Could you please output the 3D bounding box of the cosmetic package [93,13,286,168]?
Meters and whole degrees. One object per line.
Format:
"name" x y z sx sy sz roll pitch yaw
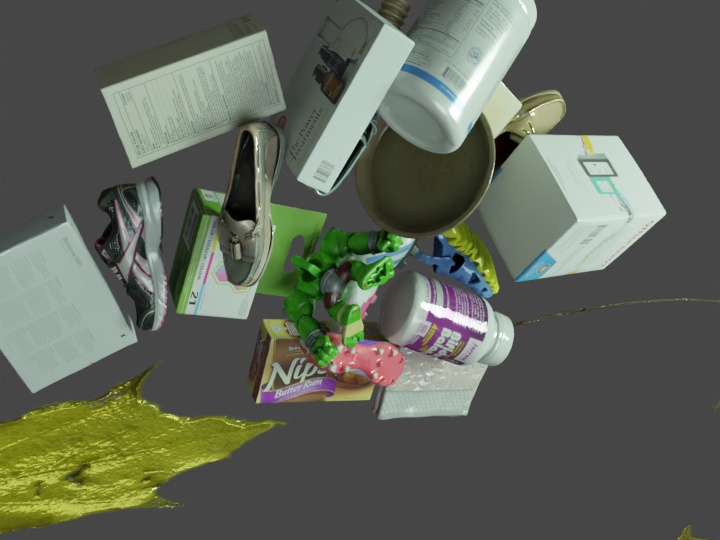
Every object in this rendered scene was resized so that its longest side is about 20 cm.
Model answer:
"cosmetic package" -0.196 -0.211 0.968 0.196 0.073 0.105 -22 127 -11

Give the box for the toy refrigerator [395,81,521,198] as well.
"toy refrigerator" 0.120 -0.181 1.139 0.070 0.076 0.201 33 103 -37

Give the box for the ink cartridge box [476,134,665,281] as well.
"ink cartridge box" 0.298 -0.092 1.189 0.197 0.148 0.147 -6 150 -36

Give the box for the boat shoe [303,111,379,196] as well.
"boat shoe" -0.008 -0.184 1.077 0.069 0.072 0.203 23 109 -35

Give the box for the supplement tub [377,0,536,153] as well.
"supplement tub" 0.114 -0.259 1.009 0.132 0.131 0.202 46 71 -39

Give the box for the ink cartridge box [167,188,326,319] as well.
"ink cartridge box" -0.144 -0.015 1.119 0.196 0.076 0.150 8 117 -28

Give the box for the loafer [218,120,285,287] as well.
"loafer" -0.140 -0.078 0.988 0.063 0.071 0.205 -16 119 -67

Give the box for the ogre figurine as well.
"ogre figurine" -0.033 0.018 1.136 0.097 0.119 0.204 8 105 -52

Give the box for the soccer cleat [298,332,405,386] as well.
"soccer cleat" -0.007 0.125 1.222 0.198 0.076 0.068 16 98 -50

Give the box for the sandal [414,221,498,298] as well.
"sandal" 0.145 -0.021 1.264 0.086 0.080 0.200 -28 131 20

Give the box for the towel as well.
"towel" 0.130 0.169 1.400 0.196 0.032 0.194 4 119 -29

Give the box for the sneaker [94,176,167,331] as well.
"sneaker" -0.292 -0.021 1.054 0.084 0.080 0.204 -4 112 -14

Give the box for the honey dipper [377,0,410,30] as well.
"honey dipper" 0.007 -0.242 1.029 0.038 0.038 0.203 24 89 -35

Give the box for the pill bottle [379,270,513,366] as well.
"pill bottle" 0.136 0.082 1.279 0.197 0.113 0.114 19 112 -25

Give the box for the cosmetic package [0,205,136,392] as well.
"cosmetic package" -0.392 0.039 1.041 0.148 0.052 0.203 -24 128 -8

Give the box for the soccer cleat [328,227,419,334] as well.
"soccer cleat" 0.000 0.000 1.214 0.086 0.070 0.201 34 102 -18

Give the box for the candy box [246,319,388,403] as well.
"candy box" -0.066 0.138 1.270 0.196 0.057 0.119 3 119 -29

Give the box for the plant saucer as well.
"plant saucer" 0.084 -0.140 1.086 0.201 0.200 0.029 -49 154 11

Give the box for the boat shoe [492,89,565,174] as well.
"boat shoe" 0.218 -0.185 1.187 0.198 0.069 0.074 -33 129 -3

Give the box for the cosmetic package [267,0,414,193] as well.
"cosmetic package" -0.032 -0.217 0.993 0.051 0.151 0.202 21 110 -32
